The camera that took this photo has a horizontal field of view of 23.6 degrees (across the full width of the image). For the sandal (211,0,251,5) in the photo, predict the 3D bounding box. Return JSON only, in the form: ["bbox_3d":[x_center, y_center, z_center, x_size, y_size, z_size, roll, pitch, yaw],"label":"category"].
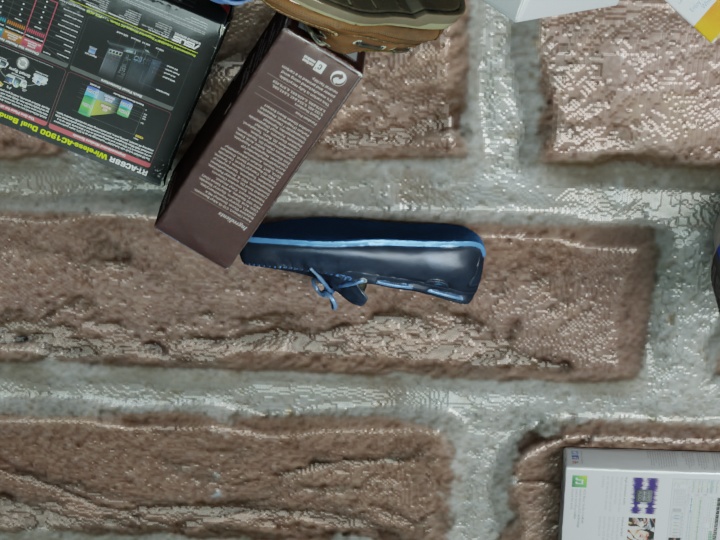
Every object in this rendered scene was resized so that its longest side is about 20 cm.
[{"bbox_3d":[-0.045,-0.233,1.261,0.199,0.087,0.080,-10,117,8],"label":"sandal"}]

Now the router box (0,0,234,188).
[{"bbox_3d":[-0.214,-0.171,1.320,0.199,0.062,0.150,22,118,-9],"label":"router box"}]

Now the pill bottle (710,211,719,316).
[{"bbox_3d":[0.328,0.018,1.313,0.113,0.200,0.114,1,121,2],"label":"pill bottle"}]

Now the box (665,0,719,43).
[{"bbox_3d":[0.212,-0.269,1.192,0.200,0.041,0.119,45,126,7],"label":"box"}]

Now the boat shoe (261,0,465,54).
[{"bbox_3d":[-0.010,-0.184,1.225,0.200,0.072,0.068,4,147,-46],"label":"boat shoe"}]

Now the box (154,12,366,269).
[{"bbox_3d":[-0.076,-0.111,1.325,0.075,0.100,0.200,29,117,-12],"label":"box"}]

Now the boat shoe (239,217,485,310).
[{"bbox_3d":[0.000,0.000,1.391,0.199,0.084,0.069,5,109,4],"label":"boat shoe"}]

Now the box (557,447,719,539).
[{"bbox_3d":[0.276,0.227,1.533,0.199,0.036,0.145,3,120,4],"label":"box"}]

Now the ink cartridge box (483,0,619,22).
[{"bbox_3d":[0.093,-0.278,1.141,0.200,0.145,0.145,37,122,25],"label":"ink cartridge box"}]
